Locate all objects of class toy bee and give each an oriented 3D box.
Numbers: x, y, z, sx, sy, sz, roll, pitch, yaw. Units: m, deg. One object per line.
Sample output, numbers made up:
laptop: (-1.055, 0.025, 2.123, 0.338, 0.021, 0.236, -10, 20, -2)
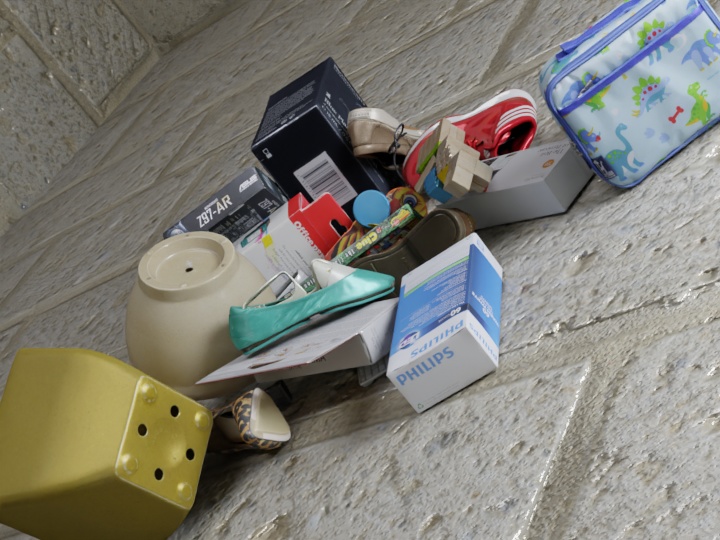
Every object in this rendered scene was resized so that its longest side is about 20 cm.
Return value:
toy bee: (0.042, -0.064, 1.803, 0.201, 0.108, 0.131, -63, -8, 18)

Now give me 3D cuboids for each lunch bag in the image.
lunch bag: (0.297, -0.199, 1.527, 0.199, 0.161, 0.083, -35, 20, 11)

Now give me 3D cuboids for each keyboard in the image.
keyboard: (0.016, 0.076, 1.670, 0.056, 0.011, 0.200, -37, 20, 10)

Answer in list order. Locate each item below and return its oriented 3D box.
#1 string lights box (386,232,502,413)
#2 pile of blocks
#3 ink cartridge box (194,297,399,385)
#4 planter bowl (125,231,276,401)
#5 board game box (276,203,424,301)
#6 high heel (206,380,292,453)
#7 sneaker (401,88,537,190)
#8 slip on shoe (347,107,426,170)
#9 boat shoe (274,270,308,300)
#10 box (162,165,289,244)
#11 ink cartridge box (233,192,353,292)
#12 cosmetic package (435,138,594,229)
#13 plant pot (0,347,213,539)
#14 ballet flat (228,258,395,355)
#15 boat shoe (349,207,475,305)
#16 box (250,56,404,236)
string lights box: (0.090, 0.051, 1.514, 0.102, 0.059, 0.201, -32, 21, 22)
pile of blocks: (0.112, -0.109, 1.688, 0.083, 0.062, 0.200, -59, 14, 15)
ink cartridge box: (-0.060, 0.095, 1.615, 0.199, 0.045, 0.176, -14, 15, 45)
planter bowl: (-0.196, 0.040, 1.741, 0.198, 0.136, 0.201, -8, 35, 5)
board game box: (0.000, 0.000, 1.751, 0.199, 0.024, 0.105, -37, -24, 11)
high heel: (-0.151, 0.188, 1.624, 0.142, 0.072, 0.200, -30, 4, 8)
sneaker: (0.138, -0.155, 1.852, 0.199, 0.079, 0.116, -36, 18, 15)
slip on shoe: (0.047, -0.162, 1.940, 0.075, 0.200, 0.061, -7, 76, 26)
boat shoe: (-0.135, 0.073, 1.869, 0.199, 0.067, 0.074, -39, 19, 4)
box: (-0.150, -0.042, 1.973, 0.160, 0.200, 0.044, -36, 56, 11)
ink cartridge box: (-0.090, -0.015, 1.904, 0.199, 0.116, 0.067, -36, 20, 11)
cosmetic package: (0.180, -0.099, 1.690, 0.199, 0.051, 0.083, -11, 35, 55)
plant pot: (-0.278, 0.201, 1.613, 0.199, 0.194, 0.197, -11, 56, 41)
ballet flat: (-0.059, 0.027, 1.638, 0.198, 0.071, 0.067, -23, 6, -5)
boat shoe: (0.054, -0.001, 1.696, 0.199, 0.072, 0.068, -33, -11, 24)
box: (-0.038, -0.159, 2.002, 0.117, 0.197, 0.201, -32, 20, 18)
